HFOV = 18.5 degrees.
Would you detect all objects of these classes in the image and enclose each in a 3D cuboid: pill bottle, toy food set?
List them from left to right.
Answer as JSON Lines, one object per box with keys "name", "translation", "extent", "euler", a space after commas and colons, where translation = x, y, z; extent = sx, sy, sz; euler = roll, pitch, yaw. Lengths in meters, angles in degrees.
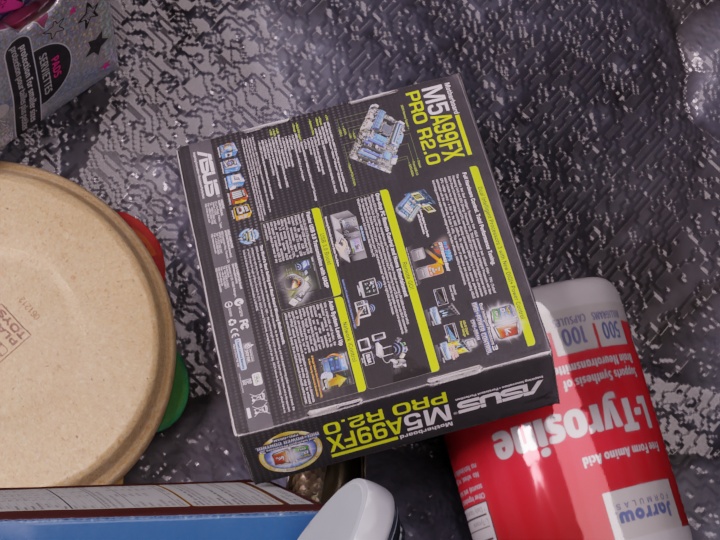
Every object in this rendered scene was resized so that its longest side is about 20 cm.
{"name": "toy food set", "translation": [-0.186, 0.038, 1.133], "extent": [0.200, 0.049, 0.198], "euler": [32, 69, -5]}
{"name": "pill bottle", "translation": [0.109, 0.113, 1.163], "extent": [0.112, 0.112, 0.201], "euler": [-13, 79, -19]}

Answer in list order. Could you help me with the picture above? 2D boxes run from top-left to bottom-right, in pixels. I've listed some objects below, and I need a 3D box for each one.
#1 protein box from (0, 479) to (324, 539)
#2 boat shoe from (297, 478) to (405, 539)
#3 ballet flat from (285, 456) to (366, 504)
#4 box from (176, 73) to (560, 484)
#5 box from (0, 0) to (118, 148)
{"name": "protein box", "translation": [-0.124, 0.205, 1.037], "extent": [0.199, 0.135, 0.199], "euler": [0, 90, -16]}
{"name": "boat shoe", "translation": [-0.005, 0.196, 0.971], "extent": [0.091, 0.071, 0.201], "euler": [22, 91, -18]}
{"name": "ballet flat", "translation": [-0.012, 0.129, 1.149], "extent": [0.046, 0.067, 0.201], "euler": [-10, 71, 21]}
{"name": "box", "translation": [0.000, 0.000, 1.128], "extent": [0.160, 0.044, 0.200], "euler": [-15, 50, -1]}
{"name": "box", "translation": [-0.204, -0.167, 1.083], "extent": [0.115, 0.200, 0.132], "euler": [-38, 65, -20]}
